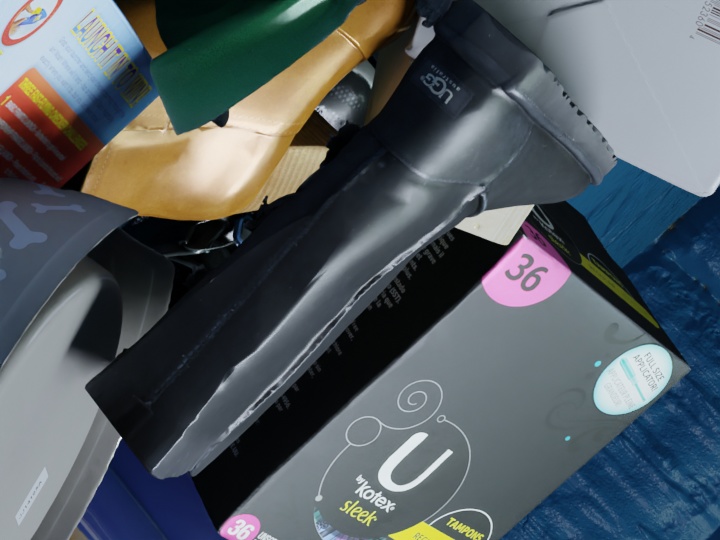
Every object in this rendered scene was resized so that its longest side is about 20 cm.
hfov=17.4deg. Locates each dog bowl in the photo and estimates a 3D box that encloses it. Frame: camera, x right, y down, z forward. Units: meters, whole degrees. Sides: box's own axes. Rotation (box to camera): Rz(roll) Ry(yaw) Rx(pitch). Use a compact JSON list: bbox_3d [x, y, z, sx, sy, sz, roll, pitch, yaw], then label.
[{"bbox_3d":[-0.139,0.057,0.847,0.200,0.059,0.200,-60,170,-19],"label":"dog bowl"}]

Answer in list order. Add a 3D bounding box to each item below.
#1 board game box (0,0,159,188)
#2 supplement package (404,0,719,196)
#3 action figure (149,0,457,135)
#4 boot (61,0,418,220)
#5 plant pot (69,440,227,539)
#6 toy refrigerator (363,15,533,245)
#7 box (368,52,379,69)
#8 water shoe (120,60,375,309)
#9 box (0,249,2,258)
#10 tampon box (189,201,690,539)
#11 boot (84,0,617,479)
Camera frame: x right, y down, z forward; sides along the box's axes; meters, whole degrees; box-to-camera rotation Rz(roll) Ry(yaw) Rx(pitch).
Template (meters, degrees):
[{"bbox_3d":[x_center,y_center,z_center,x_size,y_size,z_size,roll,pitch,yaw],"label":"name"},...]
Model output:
[{"bbox_3d":[-0.170,-0.040,0.813,0.196,0.056,0.200,-43,170,-3],"label":"board game box"},{"bbox_3d":[0.140,-0.181,0.964,0.200,0.147,0.191,-59,173,-42],"label":"supplement package"},{"bbox_3d":[0.014,-0.130,0.858,0.200,0.118,0.055,-32,132,18],"label":"action figure"},{"bbox_3d":[-0.051,-0.110,0.964,0.144,0.071,0.202,-2,118,-40],"label":"boot"},{"bbox_3d":[-0.164,0.136,1.183,0.200,0.200,0.180,-46,164,16],"label":"plant pot"},{"bbox_3d":[0.053,-0.111,1.058,0.070,0.076,0.200,121,-15,-47],"label":"toy refrigerator"},{"bbox_3d":[-0.013,-0.031,1.174,0.200,0.051,0.158,-33,134,1],"label":"box"},{"bbox_3d":[-0.061,-0.016,1.071,0.200,0.072,0.079,-42,-148,6],"label":"water shoe"},{"bbox_3d":[-0.224,0.007,0.606,0.197,0.124,0.200,-45,170,-1],"label":"box"},{"bbox_3d":[0.025,0.045,1.133,0.200,0.126,0.150,-44,134,13],"label":"tampon box"},{"bbox_3d":[0.000,0.000,0.891,0.200,0.066,0.165,-49,157,3],"label":"boot"}]
